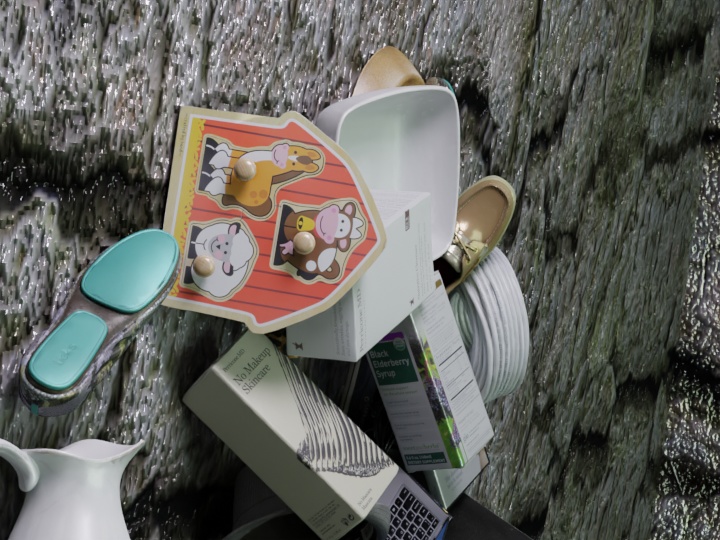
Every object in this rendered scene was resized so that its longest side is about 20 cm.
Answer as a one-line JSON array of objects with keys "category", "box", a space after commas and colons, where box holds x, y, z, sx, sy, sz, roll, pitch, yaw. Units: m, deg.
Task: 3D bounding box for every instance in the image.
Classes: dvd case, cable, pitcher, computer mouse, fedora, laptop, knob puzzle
[{"category": "dvd case", "box": [0.092, 0.160, 1.678, 0.142, 0.017, 0.202, -33, 107, -59]}, {"category": "cable", "box": [0.139, 0.063, 1.768, 0.069, 0.200, 0.202, -9, 102, -20]}, {"category": "pitcher", "box": [-0.245, 0.229, 1.107, 0.171, 0.121, 0.202, 10, 79, -46]}, {"category": "computer mouse", "box": [0.062, 0.200, 1.700, 0.200, 0.052, 0.140, -21, 129, -63]}, {"category": "fedora", "box": [-0.065, 0.243, 1.479, 0.199, 0.177, 0.091, 13, 48, -36]}, {"category": "laptop", "box": [0.004, 0.318, 1.534, 0.115, 0.200, 0.188, 15, 111, -51]}, {"category": "knob puzzle", "box": [-0.074, -0.042, 1.272, 0.030, 0.217, 0.222, -146, -116, -86]}]

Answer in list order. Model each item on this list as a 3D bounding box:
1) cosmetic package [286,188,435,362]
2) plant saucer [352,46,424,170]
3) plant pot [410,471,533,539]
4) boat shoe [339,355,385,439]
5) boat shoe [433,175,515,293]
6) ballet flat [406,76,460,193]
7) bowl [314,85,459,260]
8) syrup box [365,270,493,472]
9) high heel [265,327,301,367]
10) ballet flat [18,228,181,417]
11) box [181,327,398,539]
[{"category": "cosmetic package", "box": [0.000, 0.000, 1.406, 0.200, 0.080, 0.114, -42, 132, -58]}, {"category": "plant saucer", "box": [0.039, -0.156, 1.670, 0.200, 0.035, 0.202, -35, 130, -57]}, {"category": "plant pot", "box": [0.060, 0.378, 1.694, 0.177, 0.199, 0.201, -18, 132, -52]}, {"category": "boat shoe", "box": [0.015, 0.162, 1.702, 0.075, 0.062, 0.202, 17, 84, -67]}, {"category": "boat shoe", "box": [0.107, -0.020, 1.658, 0.201, 0.074, 0.066, -54, -179, 17]}, {"category": "ballet flat", "box": [0.079, -0.120, 1.662, 0.075, 0.068, 0.202, -28, 130, -29]}, {"category": "bowl", "box": [0.019, -0.100, 1.553, 0.199, 0.074, 0.202, -16, 114, -43]}, {"category": "syrup box", "box": [0.067, 0.109, 1.562, 0.081, 0.078, 0.202, -35, 110, -50]}, {"category": "high heel", "box": [-0.105, 0.018, 1.363, 0.142, 0.071, 0.202, -15, 99, -67]}, {"category": "ballet flat", "box": [-0.213, 0.045, 1.165, 0.201, 0.071, 0.073, -56, 146, -43]}, {"category": "box", "box": [-0.065, 0.154, 1.360, 0.068, 0.200, 0.082, -43, -176, 44]}]
